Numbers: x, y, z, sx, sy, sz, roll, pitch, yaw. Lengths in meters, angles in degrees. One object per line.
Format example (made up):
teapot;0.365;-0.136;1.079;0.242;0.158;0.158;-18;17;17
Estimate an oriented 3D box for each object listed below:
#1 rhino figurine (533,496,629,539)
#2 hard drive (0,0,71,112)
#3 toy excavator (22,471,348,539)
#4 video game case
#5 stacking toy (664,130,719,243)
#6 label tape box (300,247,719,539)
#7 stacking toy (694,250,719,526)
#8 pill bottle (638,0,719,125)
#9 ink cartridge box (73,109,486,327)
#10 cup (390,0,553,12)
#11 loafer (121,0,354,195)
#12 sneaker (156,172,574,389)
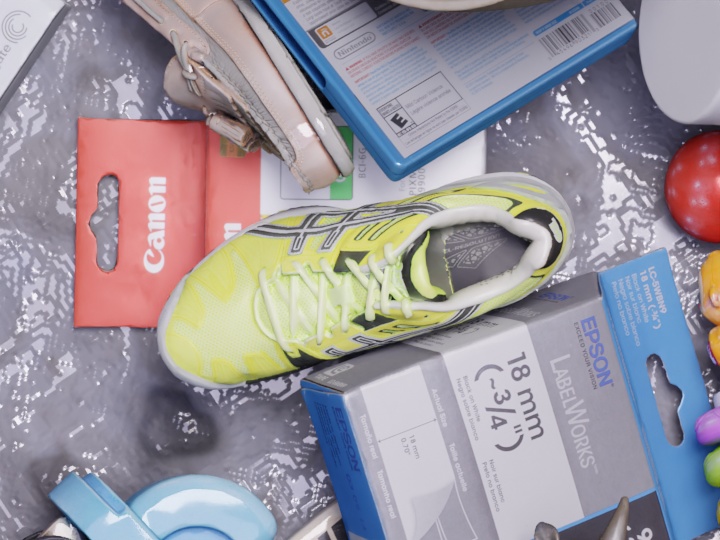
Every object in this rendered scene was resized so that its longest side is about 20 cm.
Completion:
rhino figurine;0.074;0.185;0.995;0.059;0.087;0.201;19;104;-3
hard drive;-0.259;-0.131;1.125;0.199;0.027;0.132;35;91;-1
toy excavator;-0.046;0.142;1.101;0.200;0.100;0.195;-44;92;-8
video game case;0.011;-0.151;1.051;0.143;0.018;0.200;-32;75;-24
stacking toy;0.244;-0.028;1.103;0.199;0.085;0.086;12;91;4
label tape box;0.089;0.087;1.072;0.199;0.063;0.145;-20;98;-19
stacking toy;0.199;0.085;1.089;0.109;0.116;0.201;-25;80;27
pill bottle;0.232;-0.107;1.052;0.199;0.111;0.112;-2;91;-23
ink cartridge box;-0.040;-0.022;1.114;0.199;0.050;0.110;1;90;-1
cup;0.085;-0.202;0.992;0.199;0.143;0.202;-3;86;39
loafer;-0.072;-0.102;1.075;0.063;0.072;0.200;-33;58;-2
sneaker;0.000;0.000;1.052;0.199;0.076;0.076;-21;92;1
